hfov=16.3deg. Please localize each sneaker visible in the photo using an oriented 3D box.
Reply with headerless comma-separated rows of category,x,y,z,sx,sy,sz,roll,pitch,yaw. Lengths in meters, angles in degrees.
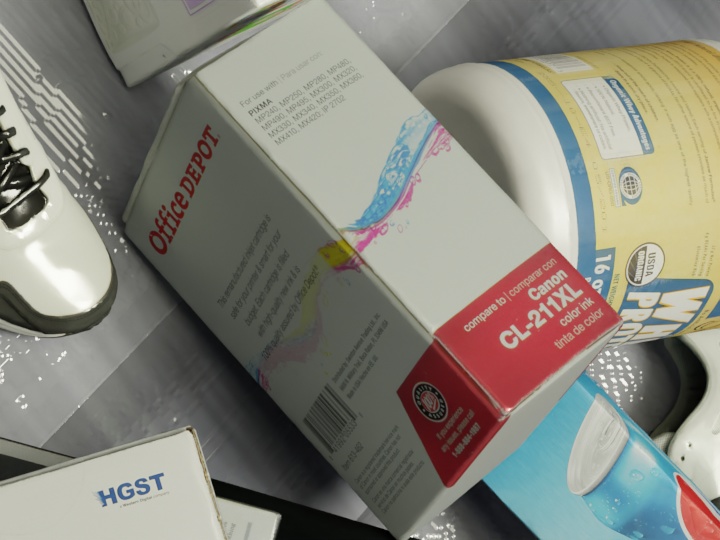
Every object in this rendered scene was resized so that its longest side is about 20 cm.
sneaker,-0.177,-0.052,1.104,0.200,0.080,0.074,49,60,-12
sneaker,0.175,0.119,1.268,0.088,0.074,0.200,9,73,-12

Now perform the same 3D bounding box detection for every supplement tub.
supplement tub,0.127,-0.036,1.225,0.200,0.145,0.145,-9,84,-29

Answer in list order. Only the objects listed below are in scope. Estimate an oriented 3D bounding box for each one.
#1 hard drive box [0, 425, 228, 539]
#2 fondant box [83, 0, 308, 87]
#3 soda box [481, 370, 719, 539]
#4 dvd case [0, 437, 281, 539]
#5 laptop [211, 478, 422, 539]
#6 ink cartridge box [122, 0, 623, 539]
hard drive box,-0.110,0.182,0.994,0.156,0.077,0.200,-16,75,-7
fondant box,-0.014,-0.163,1.176,0.200,0.144,0.058,-30,94,-30
soda box,0.145,0.138,1.198,0.068,0.064,0.200,-45,83,7
dvd case,-0.148,0.148,1.055,0.200,0.025,0.150,15,74,2
laptop,-0.054,0.207,1.111,0.177,0.103,0.200,16,95,4
ink cartridge box,0.000,0.000,1.117,0.083,0.146,0.200,-36,79,-30
